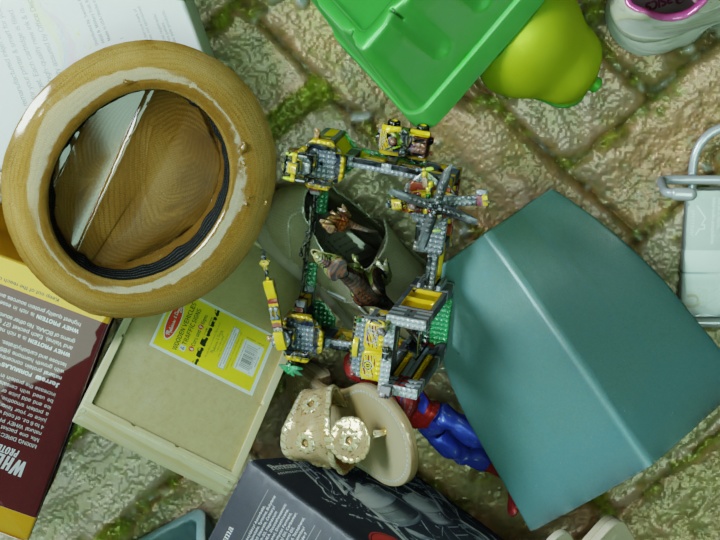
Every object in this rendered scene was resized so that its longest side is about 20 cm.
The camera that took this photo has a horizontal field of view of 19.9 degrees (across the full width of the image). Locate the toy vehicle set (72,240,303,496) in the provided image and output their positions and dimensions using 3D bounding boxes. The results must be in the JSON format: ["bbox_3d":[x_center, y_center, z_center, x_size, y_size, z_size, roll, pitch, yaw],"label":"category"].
[{"bbox_3d":[-0.116,0.054,1.513,0.124,0.201,0.027,28,144,-6],"label":"toy vehicle set"}]

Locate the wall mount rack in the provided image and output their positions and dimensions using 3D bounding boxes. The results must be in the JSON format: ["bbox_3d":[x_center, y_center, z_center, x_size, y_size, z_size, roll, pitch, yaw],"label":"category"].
[{"bbox_3d":[0.308,-0.007,1.546,0.172,0.075,0.201,0,105,0],"label":"wall mount rack"}]

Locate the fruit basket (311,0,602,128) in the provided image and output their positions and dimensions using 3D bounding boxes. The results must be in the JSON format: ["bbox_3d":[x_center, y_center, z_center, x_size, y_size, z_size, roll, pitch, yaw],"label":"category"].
[{"bbox_3d":[0.088,-0.200,1.484,0.215,0.156,0.216,-24,140,-21],"label":"fruit basket"}]

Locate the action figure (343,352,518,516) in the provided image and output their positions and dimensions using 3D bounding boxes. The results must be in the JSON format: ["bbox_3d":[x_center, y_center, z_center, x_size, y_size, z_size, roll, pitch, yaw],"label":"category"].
[{"bbox_3d":[0.058,0.137,1.547,0.200,0.099,0.065,38,133,-21],"label":"action figure"}]

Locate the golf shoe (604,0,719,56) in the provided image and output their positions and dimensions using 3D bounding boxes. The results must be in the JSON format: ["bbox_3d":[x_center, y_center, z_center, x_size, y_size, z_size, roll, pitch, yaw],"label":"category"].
[{"bbox_3d":[0.272,-0.217,1.480,0.199,0.092,0.076,-26,81,5],"label":"golf shoe"}]

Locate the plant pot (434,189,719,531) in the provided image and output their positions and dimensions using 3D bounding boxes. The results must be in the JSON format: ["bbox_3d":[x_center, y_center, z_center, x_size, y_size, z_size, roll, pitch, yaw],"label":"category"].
[{"bbox_3d":[0.147,0.056,1.509,0.201,0.141,0.141,55,137,2],"label":"plant pot"}]

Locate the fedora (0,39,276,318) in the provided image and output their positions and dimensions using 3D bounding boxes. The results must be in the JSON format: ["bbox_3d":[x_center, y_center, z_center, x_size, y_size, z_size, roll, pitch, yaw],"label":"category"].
[{"bbox_3d":[-0.157,-0.069,1.442,0.199,0.082,0.202,-3,107,-9],"label":"fedora"}]

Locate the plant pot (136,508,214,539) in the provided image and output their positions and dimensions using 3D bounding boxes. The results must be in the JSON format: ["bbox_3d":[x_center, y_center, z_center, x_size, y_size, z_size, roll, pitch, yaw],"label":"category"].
[{"bbox_3d":[-0.155,0.346,1.584,0.195,0.197,0.201,-28,112,7],"label":"plant pot"}]

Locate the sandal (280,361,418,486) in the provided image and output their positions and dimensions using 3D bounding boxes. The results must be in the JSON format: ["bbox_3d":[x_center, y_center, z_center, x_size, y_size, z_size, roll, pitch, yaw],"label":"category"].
[{"bbox_3d":[-0.029,0.119,1.502,0.069,0.212,0.078,-17,106,-19],"label":"sandal"}]

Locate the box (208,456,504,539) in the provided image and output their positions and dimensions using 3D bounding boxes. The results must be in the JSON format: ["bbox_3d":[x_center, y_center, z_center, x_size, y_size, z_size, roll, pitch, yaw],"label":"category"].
[{"bbox_3d":[0.012,0.225,1.508,0.182,0.200,0.105,33,103,26],"label":"box"}]

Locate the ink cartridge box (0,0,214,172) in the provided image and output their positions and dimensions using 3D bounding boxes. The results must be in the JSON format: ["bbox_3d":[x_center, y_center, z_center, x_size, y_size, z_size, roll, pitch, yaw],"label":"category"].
[{"bbox_3d":[-0.219,-0.169,1.498,0.199,0.088,0.146,-20,103,3],"label":"ink cartridge box"}]

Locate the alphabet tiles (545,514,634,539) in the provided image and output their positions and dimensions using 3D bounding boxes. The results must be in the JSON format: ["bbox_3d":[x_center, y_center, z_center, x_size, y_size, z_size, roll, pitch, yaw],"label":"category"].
[{"bbox_3d":[0.134,0.272,1.514,0.200,0.015,0.196,-46,141,-9],"label":"alphabet tiles"}]

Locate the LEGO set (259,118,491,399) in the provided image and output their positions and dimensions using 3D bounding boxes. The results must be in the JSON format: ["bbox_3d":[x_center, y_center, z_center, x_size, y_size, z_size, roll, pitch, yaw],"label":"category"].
[{"bbox_3d":[0.000,0.000,1.436,0.153,0.116,0.201,18,109,9],"label":"LEGO set"}]

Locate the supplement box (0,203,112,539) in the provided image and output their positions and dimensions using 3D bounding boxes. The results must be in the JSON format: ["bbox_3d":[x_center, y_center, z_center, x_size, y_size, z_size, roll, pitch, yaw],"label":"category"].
[{"bbox_3d":[-0.298,0.060,1.532,0.196,0.133,0.201,20,103,-5],"label":"supplement box"}]

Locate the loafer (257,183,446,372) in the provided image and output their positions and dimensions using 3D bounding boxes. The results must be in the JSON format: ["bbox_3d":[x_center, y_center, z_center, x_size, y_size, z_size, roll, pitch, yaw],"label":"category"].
[{"bbox_3d":[0.010,0.004,1.540,0.199,0.068,0.076,34,63,-7],"label":"loafer"}]
